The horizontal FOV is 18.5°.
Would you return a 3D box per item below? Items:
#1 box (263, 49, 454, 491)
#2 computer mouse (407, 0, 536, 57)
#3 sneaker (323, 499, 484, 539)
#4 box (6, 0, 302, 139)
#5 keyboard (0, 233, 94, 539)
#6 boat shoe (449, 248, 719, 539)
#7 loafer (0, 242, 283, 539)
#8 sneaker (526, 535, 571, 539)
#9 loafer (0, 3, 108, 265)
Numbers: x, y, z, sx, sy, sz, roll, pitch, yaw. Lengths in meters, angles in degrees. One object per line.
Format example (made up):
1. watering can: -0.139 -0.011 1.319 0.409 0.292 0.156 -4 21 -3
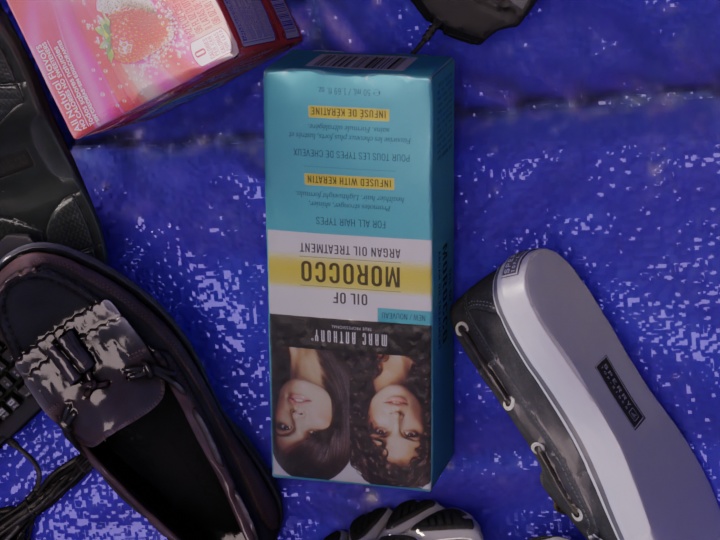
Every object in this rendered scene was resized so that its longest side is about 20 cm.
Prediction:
1. box: 0.000 0.000 1.036 0.082 0.049 0.201 4 107 14
2. computer mouse: 0.032 -0.108 1.038 0.059 0.034 0.200 38 112 0
3. sneaker: -0.010 0.185 1.082 0.200 0.081 0.083 -37 105 24
4. box: -0.121 -0.173 1.028 0.094 0.103 0.201 -25 93 17
5. keyboard: -0.187 0.080 1.103 0.127 0.021 0.200 41 116 -16
6. boat shoe: 0.110 0.085 1.032 0.057 0.069 0.200 -29 89 37
7. loafer: -0.102 0.072 1.046 0.072 0.063 0.200 -34 113 11
8. sneaker: 0.067 0.220 1.046 0.075 0.076 0.201 23 110 10
9. loafer: -0.164 -0.045 1.082 0.072 0.063 0.201 -10 115 6
